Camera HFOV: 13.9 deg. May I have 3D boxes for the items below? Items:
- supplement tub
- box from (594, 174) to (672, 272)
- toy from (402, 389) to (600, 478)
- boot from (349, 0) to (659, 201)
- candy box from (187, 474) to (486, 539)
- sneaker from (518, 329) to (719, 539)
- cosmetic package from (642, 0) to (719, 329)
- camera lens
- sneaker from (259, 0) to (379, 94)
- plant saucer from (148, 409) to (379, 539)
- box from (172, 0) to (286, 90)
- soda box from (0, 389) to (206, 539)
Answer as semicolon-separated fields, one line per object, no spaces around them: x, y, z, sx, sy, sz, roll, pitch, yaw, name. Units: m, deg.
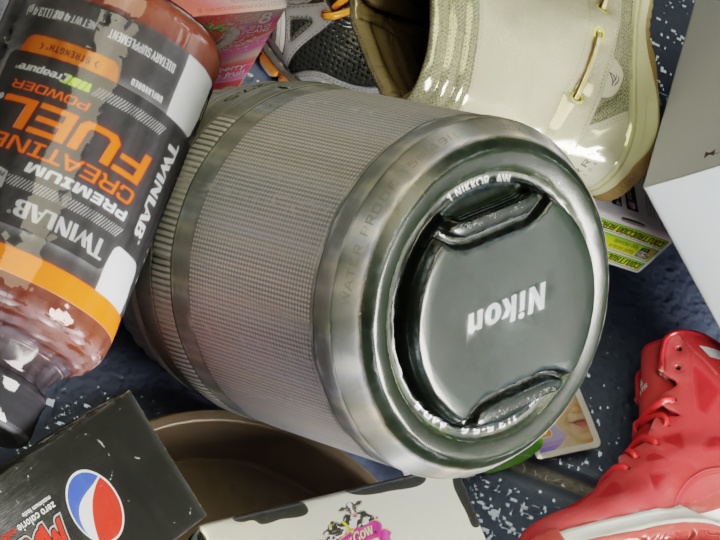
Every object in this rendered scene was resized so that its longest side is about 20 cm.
-0.141;-0.026;1.286;0.107;0.107;0.200;23;74;-10;supplement tub
0.100;-0.102;1.531;0.110;0.035;0.200;18;49;-27;box
0.042;0.004;1.467;0.115;0.047;0.200;-11;68;-30;toy
0.068;-0.142;1.454;0.154;0.072;0.200;19;52;-32;boot
0.011;0.198;1.304;0.136;0.061;0.200;-10;68;-27;candy box
0.138;0.097;1.453;0.200;0.078;0.116;-6;56;-39;sneaker
0.209;-0.046;1.492;0.151;0.052;0.200;61;29;-27;cosmetic package
0.000;0.000;1.332;0.160;0.200;0.160;-10;106;-39;camera lens
-0.028;-0.165;1.515;0.078;0.077;0.200;-25;76;-34;sneaker
-0.057;0.159;1.351;0.200;0.029;0.200;10;59;-17;plant saucer
-0.151;-0.132;1.428;0.200;0.103;0.095;-8;66;-26;box
-0.150;0.123;1.226;0.071;0.063;0.200;59;34;-2;soda box
